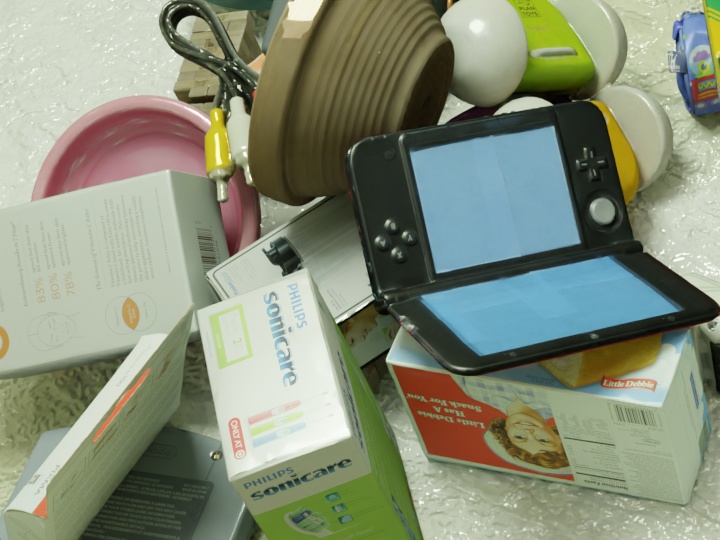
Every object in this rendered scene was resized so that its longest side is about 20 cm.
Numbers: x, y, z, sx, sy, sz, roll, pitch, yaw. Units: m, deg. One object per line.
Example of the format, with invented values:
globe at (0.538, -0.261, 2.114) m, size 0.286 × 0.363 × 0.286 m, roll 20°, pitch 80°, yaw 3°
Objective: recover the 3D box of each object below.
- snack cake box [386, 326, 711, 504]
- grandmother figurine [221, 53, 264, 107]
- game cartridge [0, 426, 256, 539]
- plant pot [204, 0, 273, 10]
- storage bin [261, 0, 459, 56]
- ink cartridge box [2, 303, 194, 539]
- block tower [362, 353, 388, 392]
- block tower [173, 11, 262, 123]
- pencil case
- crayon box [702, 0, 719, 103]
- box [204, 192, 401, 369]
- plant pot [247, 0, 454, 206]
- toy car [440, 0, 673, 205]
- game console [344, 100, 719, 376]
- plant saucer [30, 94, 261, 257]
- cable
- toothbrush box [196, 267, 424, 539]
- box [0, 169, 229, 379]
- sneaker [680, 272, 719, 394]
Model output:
snack cake box at (0.129, 0.086, 1.175) m, size 0.199 × 0.115 × 0.067 m, roll 8°, pitch 54°, yaw 27°
grandmother figurine at (-0.064, -0.178, 1.482) m, size 0.060 × 0.122 × 0.200 m, roll 24°, pitch 35°, yaw 3°
game cartridge at (-0.167, 0.177, 1.272) m, size 0.199 × 0.041 × 0.134 m, roll 5°, pitch 57°, yaw 26°
plant pot at (-0.072, -0.320, 1.568) m, size 0.134 × 0.201 × 0.201 m, roll 25°, pitch 60°, yaw 7°
storage bin at (0.009, -0.189, 1.414) m, size 0.145 × 0.200 × 0.135 m, roll 5°, pitch 64°, yaw 27°
ink cartridge box at (-0.181, 0.107, 1.184) m, size 0.057 × 0.200 × 0.163 m, roll 32°, pitch 65°, yaw 11°
block tower at (0.003, 0.038, 1.308) m, size 0.058 × 0.054 × 0.200 m, roll 15°, pitch 58°, yaw 32°
block tower at (-0.132, -0.134, 1.498) m, size 0.054 × 0.058 × 0.201 m, roll -3°, pitch 52°, yaw 20°
pencil case at (0.337, -0.183, 1.341) m, size 0.199 × 0.087 × 0.078 m, roll -14°, pitch 23°, yaw 10°
crayon box at (0.280, -0.099, 1.183) m, size 0.058 × 0.201 × 0.173 m, roll -11°, pitch 29°, yaw 13°
box at (0.000, 0.000, 1.263) m, size 0.199 × 0.060 × 0.117 m, roll -33°, pitch 47°, yaw -8°
plant pot at (0.006, -0.131, 1.224) m, size 0.092 × 0.201 × 0.201 m, roll 23°, pitch 61°, yaw 14°
toy car at (0.128, -0.116, 1.326) m, size 0.174 × 0.150 × 0.201 m, roll -10°, pitch 71°, yaw -42°
game console at (0.111, -0.027, 1.136) m, size 0.199 × 0.119 × 0.173 m, roll -11°, pitch 86°, yaw -21°
plant saucer at (-0.169, -0.039, 1.391) m, size 0.199 × 0.051 × 0.202 m, roll 0°, pitch 89°, yaw 17°
cable at (-0.097, -0.149, 1.337) m, size 0.097 × 0.050 × 0.201 m, roll -28°, pitch 65°, yaw 9°
toothbrush box at (-0.027, 0.123, 1.148) m, size 0.086 × 0.200 × 0.146 m, roll -20°, pitch 48°, yaw 4°
box at (-0.206, 0.006, 1.324) m, size 0.199 × 0.097 × 0.125 m, roll -12°, pitch 85°, yaw 17°
sneaker at (0.204, 0.041, 1.220) m, size 0.199 × 0.075 × 0.081 m, roll 3°, pitch 44°, yaw 13°
